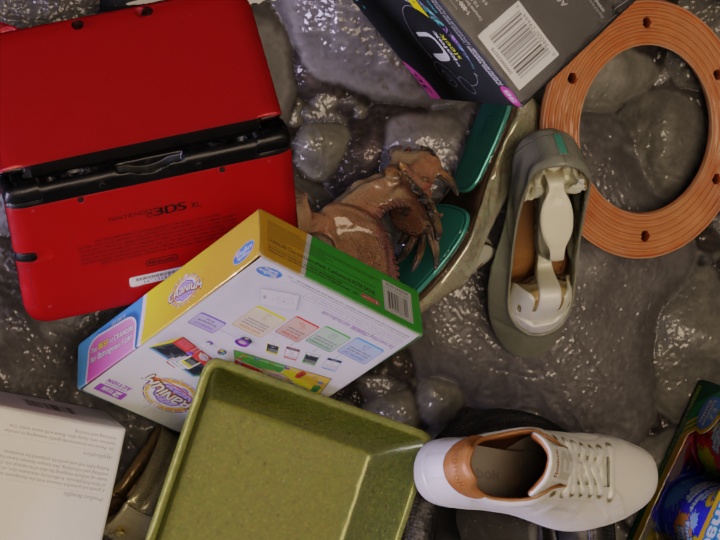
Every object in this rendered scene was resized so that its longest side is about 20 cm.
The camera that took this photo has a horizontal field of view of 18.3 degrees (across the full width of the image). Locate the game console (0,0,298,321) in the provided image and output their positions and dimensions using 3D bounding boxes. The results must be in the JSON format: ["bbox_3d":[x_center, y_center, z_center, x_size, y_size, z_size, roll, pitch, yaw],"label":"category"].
[{"bbox_3d":[-0.156,-0.079,1.557,0.199,0.119,0.173,-12,129,-10],"label":"game console"}]

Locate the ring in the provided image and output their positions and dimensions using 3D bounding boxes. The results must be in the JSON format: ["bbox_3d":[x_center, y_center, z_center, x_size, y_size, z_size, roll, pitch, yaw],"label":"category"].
[{"bbox_3d":[0.217,-0.110,1.731,0.200,0.019,0.201,-4,99,-31],"label":"ring"}]

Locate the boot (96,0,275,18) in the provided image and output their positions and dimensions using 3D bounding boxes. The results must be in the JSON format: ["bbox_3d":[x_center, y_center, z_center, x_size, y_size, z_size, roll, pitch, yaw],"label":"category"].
[{"bbox_3d":[-0.128,-0.283,1.591,0.164,0.066,0.201,-16,103,-25],"label":"boot"}]

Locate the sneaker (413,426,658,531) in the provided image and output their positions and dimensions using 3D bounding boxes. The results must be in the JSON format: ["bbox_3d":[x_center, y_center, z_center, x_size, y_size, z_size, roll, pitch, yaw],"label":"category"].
[{"bbox_3d":[0.145,0.152,1.627,0.200,0.085,0.073,2,79,-27],"label":"sneaker"}]

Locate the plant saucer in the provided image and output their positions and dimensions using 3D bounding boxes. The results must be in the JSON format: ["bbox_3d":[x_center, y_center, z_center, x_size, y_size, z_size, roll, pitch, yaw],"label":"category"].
[{"bbox_3d":[-0.067,0.181,1.593,0.199,0.048,0.201,22,84,-31],"label":"plant saucer"}]

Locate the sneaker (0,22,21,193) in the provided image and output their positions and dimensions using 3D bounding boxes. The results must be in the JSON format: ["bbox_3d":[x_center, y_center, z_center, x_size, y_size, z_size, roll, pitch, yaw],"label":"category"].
[{"bbox_3d":[-0.298,-0.123,1.558,0.200,0.078,0.116,13,83,-31],"label":"sneaker"}]

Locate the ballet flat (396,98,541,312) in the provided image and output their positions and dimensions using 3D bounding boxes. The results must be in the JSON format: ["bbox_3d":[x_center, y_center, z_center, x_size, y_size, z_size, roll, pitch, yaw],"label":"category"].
[{"bbox_3d":[0.090,-0.042,1.691,0.062,0.067,0.200,31,86,-32],"label":"ballet flat"}]

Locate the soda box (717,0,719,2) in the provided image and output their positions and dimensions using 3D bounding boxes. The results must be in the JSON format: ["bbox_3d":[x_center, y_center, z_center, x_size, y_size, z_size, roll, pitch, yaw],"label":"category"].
[{"bbox_3d":[0.326,-0.233,1.749,0.200,0.063,0.070,20,89,-20],"label":"soda box"}]

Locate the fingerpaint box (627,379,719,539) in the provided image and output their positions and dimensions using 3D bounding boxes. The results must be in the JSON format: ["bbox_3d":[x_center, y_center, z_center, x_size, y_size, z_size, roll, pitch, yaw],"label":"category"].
[{"bbox_3d":[0.284,0.197,1.725,0.073,0.167,0.200,26,88,-19],"label":"fingerpaint box"}]

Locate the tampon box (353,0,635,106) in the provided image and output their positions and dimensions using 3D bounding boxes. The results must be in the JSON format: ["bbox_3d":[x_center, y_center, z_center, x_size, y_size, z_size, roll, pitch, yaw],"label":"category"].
[{"bbox_3d":[0.081,-0.214,1.597,0.126,0.200,0.150,-42,105,-10],"label":"tampon box"}]

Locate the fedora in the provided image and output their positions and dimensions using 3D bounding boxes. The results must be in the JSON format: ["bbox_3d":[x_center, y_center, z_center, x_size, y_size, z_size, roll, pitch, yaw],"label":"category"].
[{"bbox_3d":[0.098,0.208,1.697,0.200,0.092,0.201,4,80,-22],"label":"fedora"}]

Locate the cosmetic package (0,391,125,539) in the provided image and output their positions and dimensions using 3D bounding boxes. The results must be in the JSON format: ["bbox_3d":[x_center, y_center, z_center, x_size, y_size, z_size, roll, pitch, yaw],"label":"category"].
[{"bbox_3d":[-0.244,0.194,1.592,0.107,0.085,0.201,13,92,-18],"label":"cosmetic package"}]

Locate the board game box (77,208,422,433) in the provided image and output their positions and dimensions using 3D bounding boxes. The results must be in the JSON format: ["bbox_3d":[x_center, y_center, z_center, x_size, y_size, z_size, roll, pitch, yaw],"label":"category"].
[{"bbox_3d":[-0.079,0.049,1.569,0.153,0.200,0.040,28,42,-35],"label":"board game box"}]

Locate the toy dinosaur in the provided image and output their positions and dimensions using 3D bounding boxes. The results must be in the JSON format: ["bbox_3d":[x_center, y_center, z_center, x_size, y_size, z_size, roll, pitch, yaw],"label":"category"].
[{"bbox_3d":[0.000,0.000,1.642,0.135,0.086,0.201,8,91,-9],"label":"toy dinosaur"}]

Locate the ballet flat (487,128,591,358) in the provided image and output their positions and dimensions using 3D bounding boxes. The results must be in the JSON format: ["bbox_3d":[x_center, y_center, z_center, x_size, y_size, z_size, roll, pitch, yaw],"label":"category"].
[{"bbox_3d":[0.135,-0.008,1.672,0.067,0.064,0.200,-4,121,-12],"label":"ballet flat"}]

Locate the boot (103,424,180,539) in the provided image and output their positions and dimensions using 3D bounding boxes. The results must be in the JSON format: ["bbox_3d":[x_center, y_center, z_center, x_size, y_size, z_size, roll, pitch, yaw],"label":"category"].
[{"bbox_3d":[-0.133,0.230,1.639,0.155,0.073,0.200,29,84,-19],"label":"boot"}]
